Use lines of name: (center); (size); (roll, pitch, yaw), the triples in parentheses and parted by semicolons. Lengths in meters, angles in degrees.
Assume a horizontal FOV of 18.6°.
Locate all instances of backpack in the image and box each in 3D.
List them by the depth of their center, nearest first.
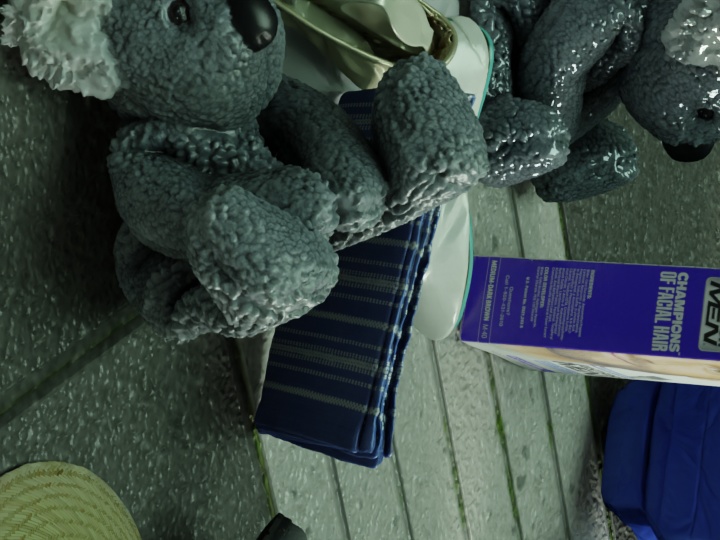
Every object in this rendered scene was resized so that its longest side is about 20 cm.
backpack: (0.277, 0.150, 1.625); (0.200, 0.167, 0.164); (39, 62, -57)

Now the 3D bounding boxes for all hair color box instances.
hair color box: (0.177, 0.034, 1.422); (0.109, 0.199, 0.065); (23, 72, -57)

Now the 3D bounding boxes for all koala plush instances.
koala plush: (-0.077, -0.085, 1.072); (0.177, 0.183, 0.201); (-37, 104, -35)
koala plush: (0.184, -0.140, 1.398); (0.177, 0.199, 0.185); (6, 86, -64)

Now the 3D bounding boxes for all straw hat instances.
straw hat: (-0.121, 0.194, 1.055); (0.201, 0.085, 0.203); (-7, 99, -58)

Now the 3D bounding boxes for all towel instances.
towel: (0.000, 0.000, 1.178); (0.024, 0.145, 0.201); (17, 85, -26)

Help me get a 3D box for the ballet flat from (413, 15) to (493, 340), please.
ballet flat: (0.032, -0.053, 1.307); (0.069, 0.069, 0.201); (-24, 126, -55)

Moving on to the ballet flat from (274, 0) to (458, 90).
ballet flat: (-0.020, -0.157, 1.176); (0.200, 0.069, 0.070); (31, 65, -41)

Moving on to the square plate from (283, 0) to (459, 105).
square plate: (-0.002, -0.189, 1.279); (0.198, 0.028, 0.201); (-49, 132, -46)

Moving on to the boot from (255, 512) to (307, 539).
boot: (-0.023, 0.234, 1.119); (0.070, 0.131, 0.201); (123, -15, -64)
